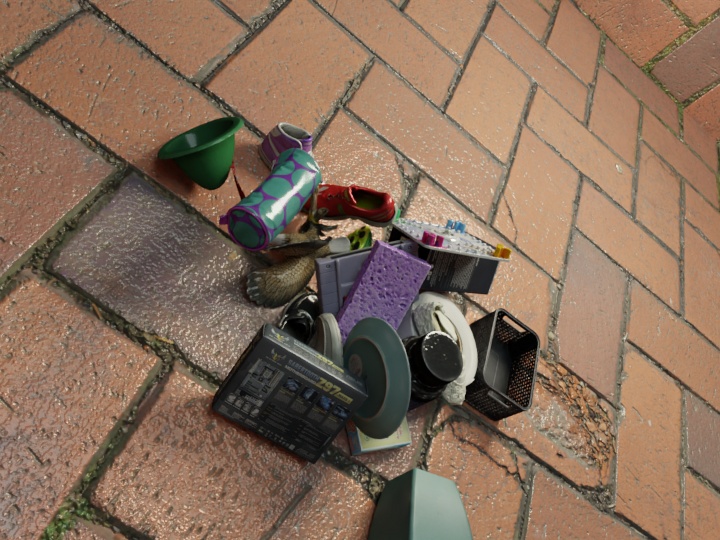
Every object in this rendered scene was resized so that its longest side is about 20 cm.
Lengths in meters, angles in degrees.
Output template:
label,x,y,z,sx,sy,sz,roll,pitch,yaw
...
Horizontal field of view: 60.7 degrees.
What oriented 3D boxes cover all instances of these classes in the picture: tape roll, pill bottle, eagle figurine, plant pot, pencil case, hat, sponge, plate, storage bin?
label,x,y,z,sx,sy,sz,roll,pitch,yaw
tape roll,0.145,0.147,1.228,0.202,0.071,0.204,28,47,-34
pill bottle,0.079,0.178,1.045,0.111,0.200,0.113,17,55,-27
eagle figurine,-0.118,-0.034,1.125,0.201,0.150,0.152,-72,144,-51
plant pot,0.097,0.445,1.009,0.140,0.141,0.201,25,46,-22
pencil case,-0.147,-0.123,1.044,0.092,0.085,0.200,28,47,4
hat,-0.263,-0.165,1.136,0.201,0.164,0.177,-90,162,-60
sponge,0.033,0.055,1.110,0.111,0.201,0.030,24,11,-21
plate,0.012,0.178,1.023,0.025,0.200,0.202,1,64,-35
storage bin,0.295,0.200,1.314,0.135,0.094,0.201,35,50,-15

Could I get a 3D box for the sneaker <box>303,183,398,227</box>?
label,x,y,z,sx,sy,sz,roll,pitch,yaw
sneaker,-0.025,-0.141,1.183,0.198,0.085,0.078,8,71,12

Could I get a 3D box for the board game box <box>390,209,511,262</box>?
label,x,y,z,sx,sy,sz,roll,pitch,yaw
board game box,0.166,-0.073,1.207,0.198,0.026,0.200,8,18,-28

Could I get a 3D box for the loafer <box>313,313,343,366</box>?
label,x,y,z,sx,sy,sz,roll,pitch,yaw
loafer,-0.068,0.174,1.053,0.069,0.070,0.202,0,86,-17

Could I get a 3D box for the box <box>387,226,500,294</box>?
label,x,y,z,sx,sy,sz,roll,pitch,yaw
box,0.173,-0.028,1.301,0.199,0.105,0.148,6,18,-33

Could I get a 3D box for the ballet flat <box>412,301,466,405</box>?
label,x,y,z,sx,sy,sz,roll,pitch,yaw
ballet flat,0.155,0.149,1.129,0.071,0.072,0.201,-13,76,-39

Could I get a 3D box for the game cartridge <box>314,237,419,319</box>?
label,x,y,z,sx,sy,sz,roll,pitch,yaw
game cartridge,0.017,0.022,1.132,0.198,0.038,0.131,-14,112,-20

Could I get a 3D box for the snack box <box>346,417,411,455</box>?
label,x,y,z,sx,sy,sz,roll,pitch,yaw
snack box,0.018,0.229,1.134,0.115,0.037,0.202,2,64,-35

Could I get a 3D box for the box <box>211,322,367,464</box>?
label,x,y,z,sx,sy,sz,roll,pitch,yaw
box,-0.111,0.198,0.979,0.199,0.158,0.051,32,17,-16

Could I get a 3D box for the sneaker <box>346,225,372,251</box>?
label,x,y,z,sx,sy,sz,roll,pitch,yaw
sneaker,0.000,0.000,1.241,0.083,0.074,0.201,40,42,-42

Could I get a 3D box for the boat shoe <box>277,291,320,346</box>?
label,x,y,z,sx,sy,sz,roll,pitch,yaw
boat shoe,-0.115,0.106,1.092,0.074,0.060,0.200,43,48,-7

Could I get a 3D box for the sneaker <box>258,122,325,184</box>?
label,x,y,z,sx,sy,sz,roll,pitch,yaw
sneaker,-0.112,-0.208,1.238,0.200,0.114,0.073,45,46,-8
